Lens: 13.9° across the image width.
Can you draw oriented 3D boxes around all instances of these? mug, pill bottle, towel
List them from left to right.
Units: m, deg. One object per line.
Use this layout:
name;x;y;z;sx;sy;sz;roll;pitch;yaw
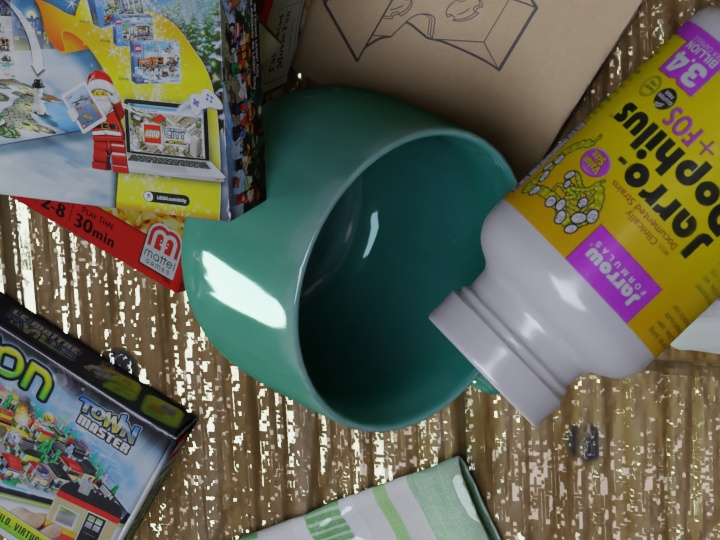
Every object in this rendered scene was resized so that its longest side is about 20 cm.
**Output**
mug;-0.008;0.001;1.432;0.114;0.152;0.185;26;138;43
towel;-0.004;0.199;1.568;0.200;0.023;0.153;-22;98;23
pill bottle;0.128;-0.022;1.379;0.200;0.104;0.104;-44;90;1

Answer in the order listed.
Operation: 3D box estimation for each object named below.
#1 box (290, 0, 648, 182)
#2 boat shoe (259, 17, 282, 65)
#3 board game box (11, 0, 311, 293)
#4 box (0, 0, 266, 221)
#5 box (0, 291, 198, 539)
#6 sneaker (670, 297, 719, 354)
box;0.033;-0.148;1.449;0.200;0.021;0.164;33;114;5
boat shoe;-0.128;-0.153;1.396;0.068;0.075;0.200;-45;73;4
board game box;-0.109;-0.112;1.473;0.151;0.046;0.200;28;113;26
box;-0.141;-0.102;1.359;0.200;0.038;0.137;8;110;25
box;-0.198;0.073;1.585;0.200;0.035;0.110;32;113;6
sneaker;0.241;0.041;1.413;0.200;0.078;0.099;0;110;19
